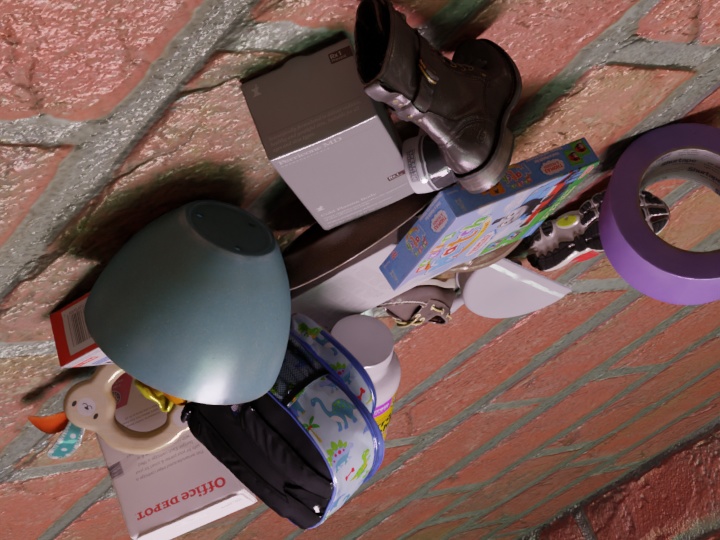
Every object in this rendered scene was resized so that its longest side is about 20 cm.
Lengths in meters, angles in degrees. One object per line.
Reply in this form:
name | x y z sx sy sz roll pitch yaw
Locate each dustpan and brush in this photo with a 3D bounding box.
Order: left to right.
dustpan and brush | 0.161 0.029 1.918 0.139 0.057 0.200 23 137 -30

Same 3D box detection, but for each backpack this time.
backpack | -0.067 0.156 1.560 0.147 0.200 0.183 -35 163 -34

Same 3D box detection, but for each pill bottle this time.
pill bottle | -0.010 0.139 1.698 0.104 0.104 0.200 -16 146 -19

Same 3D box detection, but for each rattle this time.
rattle | -0.286 0.164 1.648 0.200 0.130 0.143 -11 -161 -2

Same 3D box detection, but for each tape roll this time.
tape roll | 0.384 -0.066 1.718 0.200 0.200 0.085 -20 160 -9

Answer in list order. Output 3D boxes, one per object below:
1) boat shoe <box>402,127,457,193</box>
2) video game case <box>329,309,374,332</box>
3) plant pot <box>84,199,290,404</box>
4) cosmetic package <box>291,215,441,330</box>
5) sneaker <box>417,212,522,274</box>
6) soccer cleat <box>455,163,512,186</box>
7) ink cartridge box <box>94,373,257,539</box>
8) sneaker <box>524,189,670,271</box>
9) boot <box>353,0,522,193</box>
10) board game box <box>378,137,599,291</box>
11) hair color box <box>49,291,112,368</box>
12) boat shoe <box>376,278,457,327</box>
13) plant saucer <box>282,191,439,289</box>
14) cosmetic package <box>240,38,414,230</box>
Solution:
boat shoe | 0.089 -0.115 1.391 0.066 0.070 0.200 -14 -177 15
video game case | -0.077 0.090 1.746 0.200 0.024 0.182 -19 129 -11
plant pot | -0.147 0.013 1.403 0.200 0.200 0.135 -2 129 -44
cosmetic package | 0.000 0.000 1.611 0.083 0.051 0.200 28 140 -35
sneaker | 0.104 -0.037 1.678 0.200 0.070 0.076 -20 156 -12
soccer cleat | 0.117 -0.084 1.562 0.085 0.069 0.200 -39 163 -10
ink cartridge box | -0.229 0.209 1.747 0.146 0.200 0.083 -23 159 1
sneaker | 0.302 -0.055 1.842 0.200 0.077 0.085 -17 173 35
boot | 0.061 -0.176 1.242 0.069 0.200 0.174 -30 127 27
board game box | 0.130 -0.057 1.492 0.200 0.037 0.151 -21 162 -33
hair color box | -0.212 0.055 1.556 0.200 0.064 0.111 -4 164 -44
boat shoe | 0.066 0.039 1.782 0.072 0.060 0.200 -1 179 21
plant saucer | -0.007 -0.047 1.487 0.200 0.032 0.200 -33 -172 5
cosmetic package | -0.023 -0.118 1.323 0.107 0.090 0.200 -23 163 8
